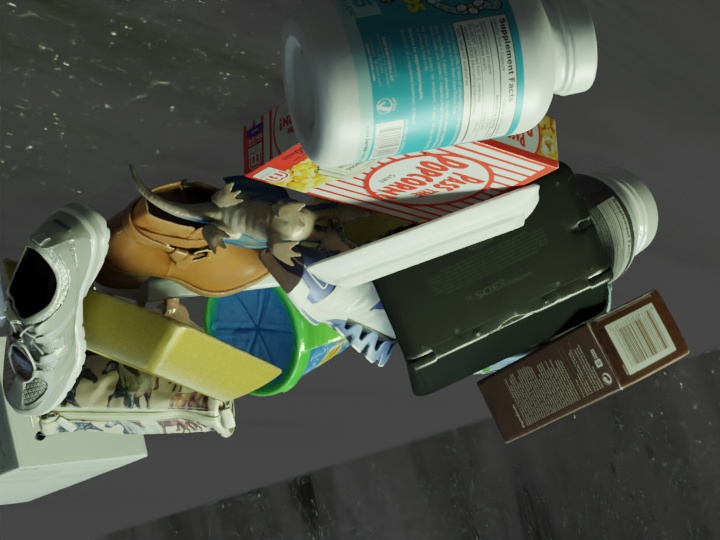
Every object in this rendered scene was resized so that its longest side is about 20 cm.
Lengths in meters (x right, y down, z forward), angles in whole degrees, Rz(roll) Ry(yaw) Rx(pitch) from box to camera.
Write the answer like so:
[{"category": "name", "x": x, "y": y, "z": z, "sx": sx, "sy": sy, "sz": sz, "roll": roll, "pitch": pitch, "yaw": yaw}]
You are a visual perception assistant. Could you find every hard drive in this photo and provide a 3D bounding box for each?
[{"category": "hard drive", "x": -0.136, "y": 0.001, "z": 1.802, "sx": 0.199, "sy": 0.027, "sz": 0.132, "roll": -8, "pitch": -171, "yaw": -29}]

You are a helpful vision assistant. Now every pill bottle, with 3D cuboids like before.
[{"category": "pill bottle", "x": 0.054, "y": -0.138, "z": 1.272, "sx": 0.198, "sy": 0.112, "sz": 0.111, "roll": -11, "pitch": 168, "yaw": -15}, {"category": "pill bottle", "x": 0.199, "y": -0.027, "z": 1.861, "sx": 0.116, "sy": 0.117, "sz": 0.199, "roll": -26, "pitch": -178, "yaw": 46}]

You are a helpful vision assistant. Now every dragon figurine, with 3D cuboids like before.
[{"category": "dragon figurine", "x": -0.088, "y": -0.045, "z": 1.548, "sx": 0.198, "sy": 0.059, "sz": 0.099, "roll": 9, "pitch": -173, "yaw": 1}]

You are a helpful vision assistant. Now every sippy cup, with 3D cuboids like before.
[{"category": "sippy cup", "x": -0.070, "y": 0.049, "z": 1.983, "sx": 0.130, "sy": 0.178, "sz": 0.140, "roll": -17, "pitch": 139, "yaw": -47}]

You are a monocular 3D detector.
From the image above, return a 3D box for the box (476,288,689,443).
[{"category": "box", "x": 0.211, "y": 0.093, "z": 1.833, "sx": 0.100, "sy": 0.075, "sz": 0.200, "roll": -23, "pitch": 172, "yaw": -35}]

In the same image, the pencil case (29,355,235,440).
[{"category": "pencil case", "x": -0.214, "y": 0.121, "z": 1.816, "sx": 0.198, "sy": 0.090, "sz": 0.078, "roll": -1, "pitch": 127, "yaw": 4}]

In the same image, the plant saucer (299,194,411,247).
[{"category": "plant saucer", "x": 0.036, "y": -0.074, "z": 1.704, "sx": 0.198, "sy": 0.049, "sz": 0.200, "roll": -12, "pitch": 168, "yaw": -13}]

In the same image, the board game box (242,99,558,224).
[{"category": "board game box", "x": 0.031, "y": -0.097, "z": 1.489, "sx": 0.199, "sy": 0.047, "sz": 0.151, "roll": 13, "pitch": 154, "yaw": -36}]

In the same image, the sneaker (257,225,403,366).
[{"category": "sneaker", "x": 0.000, "y": 0.000, "z": 1.720, "sx": 0.115, "sy": 0.081, "sz": 0.199, "roll": -46, "pitch": 143, "yaw": 7}]

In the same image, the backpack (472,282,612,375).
[{"category": "backpack", "x": 0.163, "y": 0.026, "z": 1.990, "sx": 0.198, "sy": 0.165, "sz": 0.154, "roll": -12, "pitch": 168, "yaw": 14}]

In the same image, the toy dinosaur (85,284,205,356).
[{"category": "toy dinosaur", "x": -0.210, "y": 0.075, "z": 1.890, "sx": 0.198, "sy": 0.137, "sz": 0.086, "roll": -9, "pitch": 167, "yaw": -22}]

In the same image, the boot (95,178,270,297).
[{"category": "boot", "x": -0.126, "y": -0.033, "z": 1.652, "sx": 0.199, "sy": 0.074, "sz": 0.155, "roll": -10, "pitch": 164, "yaw": -29}]

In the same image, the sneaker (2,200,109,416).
[{"category": "sneaker", "x": -0.273, "y": 0.037, "z": 1.587, "sx": 0.082, "sy": 0.074, "sz": 0.201, "roll": -27, "pitch": 139, "yaw": -54}]

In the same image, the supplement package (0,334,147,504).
[{"category": "supplement package", "x": -0.379, "y": 0.165, "z": 2.080, "sx": 0.199, "sy": 0.148, "sz": 0.191, "roll": -22, "pitch": 166, "yaw": 35}]

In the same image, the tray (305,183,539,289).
[{"category": "tray", "x": 0.055, "y": -0.023, "z": 1.569, "sx": 0.199, "sy": 0.022, "sz": 0.107, "roll": -20, "pitch": 173, "yaw": 3}]

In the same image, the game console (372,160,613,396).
[{"category": "game console", "x": 0.114, "y": 0.010, "z": 1.712, "sx": 0.199, "sy": 0.177, "sz": 0.116, "roll": -25, "pitch": -167, "yaw": -4}]

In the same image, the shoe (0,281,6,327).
[{"category": "shoe", "x": -0.343, "y": 0.002, "z": 1.573, "sx": 0.090, "sy": 0.072, "sz": 0.200, "roll": -9, "pitch": 163, "yaw": -11}]

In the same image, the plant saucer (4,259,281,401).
[{"category": "plant saucer", "x": -0.199, "y": 0.061, "z": 1.701, "sx": 0.199, "sy": 0.049, "sz": 0.200, "roll": 18, "pitch": 174, "yaw": 28}]
